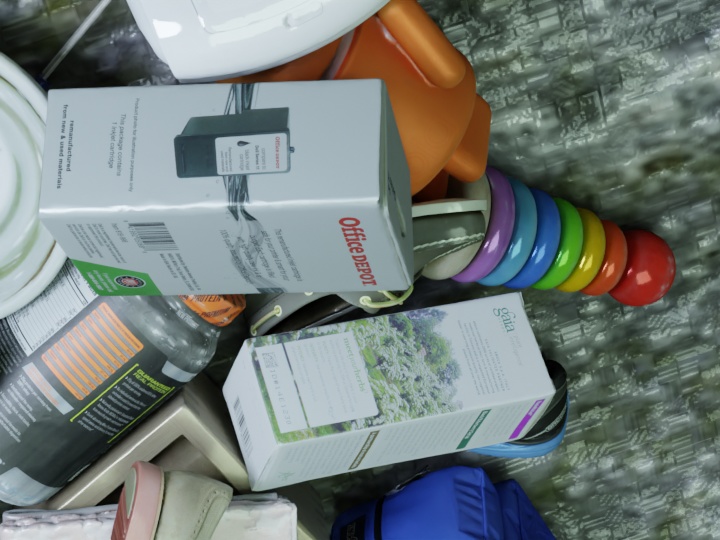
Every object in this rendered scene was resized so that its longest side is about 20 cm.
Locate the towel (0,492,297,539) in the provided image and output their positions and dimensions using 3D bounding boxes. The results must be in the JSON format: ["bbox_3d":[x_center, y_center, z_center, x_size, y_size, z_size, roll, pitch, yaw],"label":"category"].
[{"bbox_3d":[-0.138,0.241,1.443,0.200,0.032,0.191,-3,110,-7],"label":"towel"}]

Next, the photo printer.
[{"bbox_3d":[-0.072,-0.218,1.261,0.166,0.069,0.200,-25,86,1],"label":"photo printer"}]

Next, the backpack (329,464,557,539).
[{"bbox_3d":[0.040,0.244,1.568,0.200,0.163,0.168,-27,114,16],"label":"backpack"}]

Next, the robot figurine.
[{"bbox_3d":[-0.007,-0.119,1.370,0.200,0.144,0.117,30,87,-27],"label":"robot figurine"}]

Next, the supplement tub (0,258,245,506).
[{"bbox_3d":[-0.180,0.050,1.416,0.200,0.123,0.123,-39,121,9],"label":"supplement tub"}]

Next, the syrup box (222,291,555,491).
[{"bbox_3d":[0.019,0.079,1.436,0.200,0.079,0.081,-9,155,-21],"label":"syrup box"}]

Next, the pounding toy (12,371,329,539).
[{"bbox_3d":[-0.129,0.189,1.518,0.184,0.142,0.200,-39,110,8],"label":"pounding toy"}]

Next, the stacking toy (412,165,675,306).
[{"bbox_3d":[0.133,-0.015,1.487,0.200,0.085,0.085,15,114,-29],"label":"stacking toy"}]

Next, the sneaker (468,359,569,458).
[{"bbox_3d":[0.057,0.086,1.536,0.199,0.071,0.083,2,112,-22],"label":"sneaker"}]

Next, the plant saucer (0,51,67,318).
[{"bbox_3d":[-0.266,-0.062,1.352,0.200,0.050,0.200,3,113,7],"label":"plant saucer"}]

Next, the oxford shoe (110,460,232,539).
[{"bbox_3d":[-0.129,0.221,1.384,0.074,0.071,0.200,9,108,-15],"label":"oxford shoe"}]

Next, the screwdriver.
[{"bbox_3d":[-0.186,-0.130,1.363,0.200,0.028,0.029,-43,92,16],"label":"screwdriver"}]

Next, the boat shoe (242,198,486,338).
[{"bbox_3d":[0.002,0.000,1.416,0.202,0.060,0.072,-18,168,35],"label":"boat shoe"}]

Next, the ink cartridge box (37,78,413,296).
[{"bbox_3d":[-0.073,-0.046,1.280,0.200,0.083,0.147,-1,160,7],"label":"ink cartridge box"}]
